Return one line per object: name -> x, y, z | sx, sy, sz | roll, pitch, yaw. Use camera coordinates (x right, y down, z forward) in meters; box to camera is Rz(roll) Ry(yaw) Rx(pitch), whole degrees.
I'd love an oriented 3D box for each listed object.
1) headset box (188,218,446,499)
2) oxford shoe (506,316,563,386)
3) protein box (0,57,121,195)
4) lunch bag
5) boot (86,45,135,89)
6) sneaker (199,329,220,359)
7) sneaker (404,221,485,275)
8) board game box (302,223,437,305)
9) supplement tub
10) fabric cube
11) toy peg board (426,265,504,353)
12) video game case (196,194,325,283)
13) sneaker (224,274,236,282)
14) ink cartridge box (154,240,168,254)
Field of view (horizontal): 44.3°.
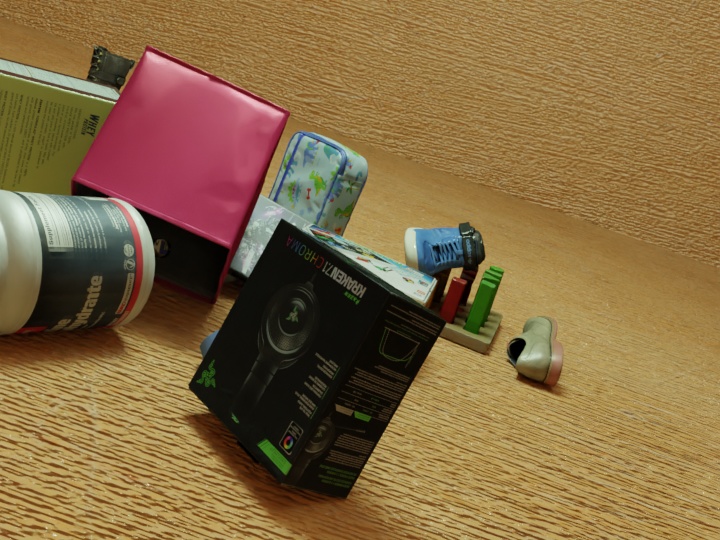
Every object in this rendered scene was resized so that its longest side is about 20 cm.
headset box -> -0.048, 0.084, 0.815 | 0.092, 0.202, 0.174 | 27, 5, -46
oxford shoe -> 0.260, 0.109, 1.348 | 0.074, 0.071, 0.200 | 13, 13, 1
protein box -> -0.438, -0.166, 1.210 | 0.198, 0.201, 0.135 | 10, 17, -31
lunch bag -> -0.085, -0.128, 1.513 | 0.082, 0.202, 0.160 | 13, 15, -45
boot -> -0.595, -0.408, 1.941 | 0.069, 0.176, 0.199 | 26, 16, 29
sneaker -> -0.073, 0.101, 0.964 | 0.197, 0.070, 0.079 | -3, 57, -15
sneaker -> 0.134, -0.033, 1.362 | 0.109, 0.078, 0.200 | -4, 3, 16
board game box -> 0.000, 0.000, 1.181 | 0.198, 0.035, 0.126 | 24, 16, 7
supplement tub -> -0.324, -0.008, 0.897 | 0.139, 0.142, 0.199 | 29, 18, 35
fabric cube -> -0.224, -0.110, 1.099 | 0.194, 0.202, 0.200 | 22, -26, -7
toy peg board -> 0.139, 0.029, 1.429 | 0.197, 0.099, 0.200 | 22, 14, 11
video game case -> -0.115, -0.027, 1.242 | 0.198, 0.019, 0.144 | 28, 50, -8
sneaker -> -0.155, -0.021, 1.296 | 0.198, 0.078, 0.082 | 10, 10, -34
ink cartridge box -> -0.281, -0.109, 1.323 | 0.075, 0.138, 0.200 | 3, 21, -33
